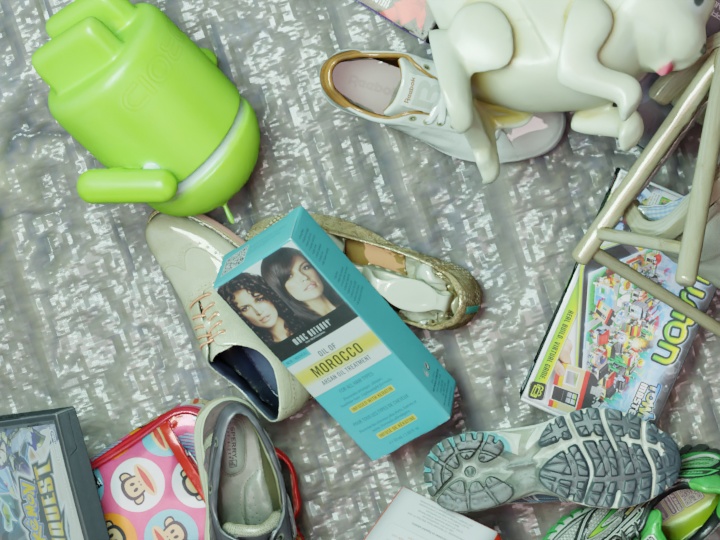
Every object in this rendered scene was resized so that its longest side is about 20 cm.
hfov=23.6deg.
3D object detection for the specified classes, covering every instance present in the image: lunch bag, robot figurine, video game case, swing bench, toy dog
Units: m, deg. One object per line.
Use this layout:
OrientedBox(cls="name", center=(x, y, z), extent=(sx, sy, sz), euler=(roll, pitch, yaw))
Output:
OrientedBox(cls="lunch bag", center=(-0.126, 0.210, 1.402), extent=(0.176, 0.082, 0.200), euler=(-34, 92, 3))
OrientedBox(cls="robot figurine", center=(-0.158, -0.123, 1.329), extent=(0.115, 0.176, 0.200), euler=(-27, 124, 29))
OrientedBox(cls="video game case", center=(-0.268, 0.215, 1.391), extent=(0.180, 0.025, 0.201), euler=(-10, 96, 42))
OrientedBox(cls="swing bench", center=(0.297, -0.050, 1.263), extent=(0.199, 0.130, 0.201), euler=(29, 83, -31))
OrientedBox(cls="toy dog", center=(0.156, -0.172, 1.235), extent=(0.199, 0.140, 0.195), euler=(-16, 59, 9))

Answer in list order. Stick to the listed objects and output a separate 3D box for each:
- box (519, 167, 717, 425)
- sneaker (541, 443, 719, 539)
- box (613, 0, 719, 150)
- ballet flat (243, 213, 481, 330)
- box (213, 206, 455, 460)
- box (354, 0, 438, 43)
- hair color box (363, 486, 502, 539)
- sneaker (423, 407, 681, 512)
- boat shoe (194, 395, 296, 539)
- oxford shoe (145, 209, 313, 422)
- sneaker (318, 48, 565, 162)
OrientedBox(cls="box", center=(0.215, 0.031, 1.371), extent=(0.110, 0.035, 0.201), euler=(23, 97, 3))
OrientedBox(cls="sneaker", center=(0.211, 0.212, 1.364), extent=(0.200, 0.085, 0.078), euler=(-41, 91, 8))
OrientedBox(cls="box", center=(0.186, -0.207, 1.325), extent=(0.200, 0.086, 0.164), euler=(32, 98, 2))
OrientedBox(cls="ballet flat", center=(0.000, 0.000, 1.373), extent=(0.199, 0.065, 0.071), euler=(13, 98, 4))
OrientedBox(cls="box", center=(-0.017, 0.051, 1.338), extent=(0.082, 0.049, 0.200), euler=(-31, 113, 26))
OrientedBox(cls="box", center=(0.046, -0.298, 1.350), extent=(0.137, 0.039, 0.201), euler=(31, 98, 5))
OrientedBox(cls="hair color box", center=(0.022, 0.277, 1.337), extent=(0.101, 0.061, 0.200), euler=(22, 63, 37))
OrientedBox(cls="sneaker", center=(0.153, 0.148, 1.364), extent=(0.199, 0.086, 0.078), euler=(-3, 86, 11))
OrientedBox(cls="boat shoe", center=(-0.085, 0.197, 1.329), extent=(0.072, 0.065, 0.201), euler=(-10, 90, -10))
OrientedBox(cls="oxford shoe", center=(-0.106, 0.032, 1.373), extent=(0.200, 0.074, 0.071), euler=(47, 126, 1))
OrientedBox(cls="sneaker", center=(0.062, -0.127, 1.346), extent=(0.199, 0.085, 0.073), euler=(11, 95, 3))
